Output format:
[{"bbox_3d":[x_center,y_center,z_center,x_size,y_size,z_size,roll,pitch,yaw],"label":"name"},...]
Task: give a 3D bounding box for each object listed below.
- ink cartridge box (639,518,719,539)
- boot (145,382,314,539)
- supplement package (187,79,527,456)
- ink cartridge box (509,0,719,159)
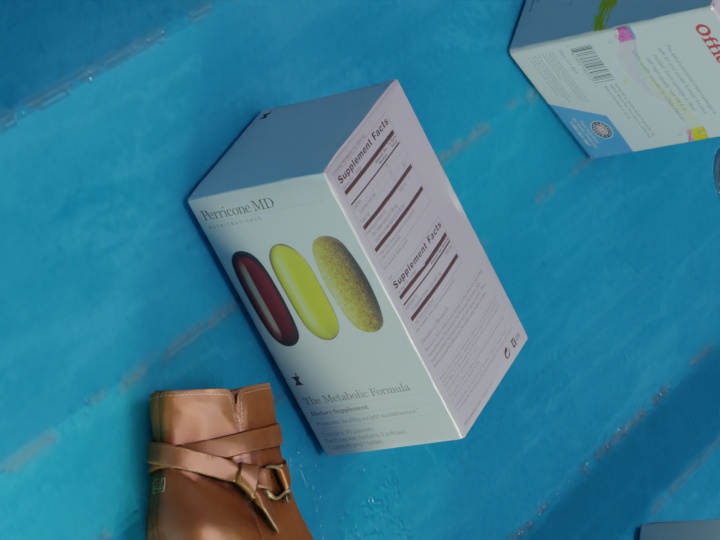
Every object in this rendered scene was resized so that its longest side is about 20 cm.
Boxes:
[{"bbox_3d":[0.264,0.301,2.006,0.146,0.083,0.201,35,56,-44],"label":"ink cartridge box"},{"bbox_3d":[-0.052,0.145,1.621,0.200,0.073,0.156,7,73,-55],"label":"boot"},{"bbox_3d":[0.000,0.000,1.686,0.201,0.113,0.110,62,39,-23],"label":"supplement package"},{"bbox_3d":[0.235,-0.181,1.970,0.129,0.199,0.126,49,47,-36],"label":"ink cartridge box"}]
